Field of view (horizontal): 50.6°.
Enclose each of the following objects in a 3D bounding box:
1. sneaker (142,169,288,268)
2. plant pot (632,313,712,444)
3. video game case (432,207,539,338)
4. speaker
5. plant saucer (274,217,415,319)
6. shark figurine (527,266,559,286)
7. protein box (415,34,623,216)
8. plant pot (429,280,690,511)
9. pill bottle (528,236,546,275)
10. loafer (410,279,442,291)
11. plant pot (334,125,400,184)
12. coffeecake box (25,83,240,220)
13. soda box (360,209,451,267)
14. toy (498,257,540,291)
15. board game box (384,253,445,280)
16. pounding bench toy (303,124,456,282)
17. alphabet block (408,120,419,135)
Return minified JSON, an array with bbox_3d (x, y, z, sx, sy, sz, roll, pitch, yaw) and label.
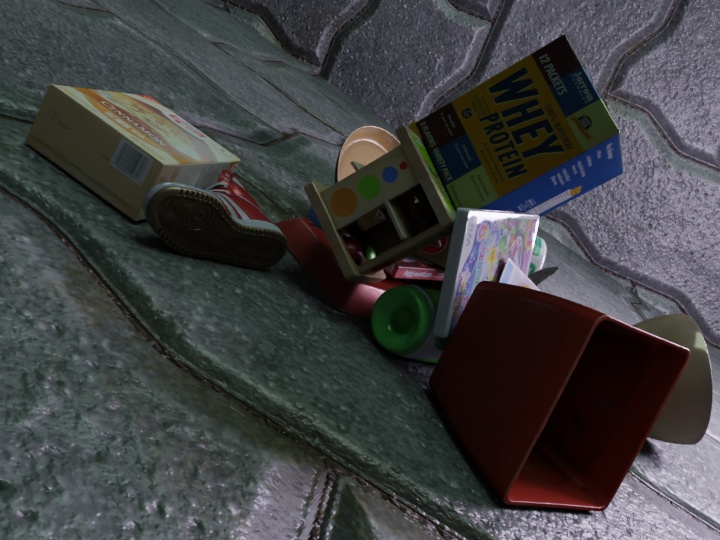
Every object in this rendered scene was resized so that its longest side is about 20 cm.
[{"bbox_3d":[-0.174,-0.070,0.837,0.113,0.071,0.199,49,14,33],"label":"sneaker"},{"bbox_3d":[0.438,0.169,1.182,0.133,0.202,0.201,-1,19,1],"label":"plant pot"},{"bbox_3d":[0.155,0.001,0.908,0.018,0.145,0.199,17,11,34],"label":"video game case"},{"bbox_3d":[0.099,0.068,0.944,0.199,0.089,0.088,13,26,-52],"label":"speaker"},{"bbox_3d":[0.000,0.000,1.039,0.199,0.037,0.200,17,23,-44],"label":"plant saucer"},{"bbox_3d":[0.220,0.022,1.149,0.127,0.090,0.215,29,-14,10],"label":"shark figurine"},{"bbox_3d":[0.207,-0.153,0.958,0.136,0.199,0.198,66,16,15],"label":"protein box"},{"bbox_3d":[0.196,0.118,0.822,0.199,0.201,0.176,19,11,-41],"label":"plant pot"},{"bbox_3d":[0.191,-0.040,1.244,0.199,0.114,0.113,25,17,-5],"label":"pill bottle"},{"bbox_3d":[0.126,0.043,1.120,0.071,0.074,0.200,6,24,-39],"label":"loafer"},{"bbox_3d":[0.025,-0.126,1.200,0.027,0.202,0.199,-12,-21,42],"label":"plant pot"},{"bbox_3d":[-0.251,-0.137,0.877,0.153,0.073,0.200,34,15,6],"label":"coffeecake box"},{"bbox_3d":[0.076,-0.066,1.079,0.199,0.064,0.068,24,18,5],"label":"soda box"},{"bbox_3d":[0.217,0.074,0.971,0.047,0.116,0.200,15,-11,32],"label":"toy"},{"bbox_3d":[0.085,-0.018,1.090,0.199,0.020,0.103,4,28,-46],"label":"board game box"},{"bbox_3d":[0.040,-0.067,0.945,0.125,0.155,0.200,65,16,10],"label":"pounding bench toy"},{"bbox_3d":[0.161,-0.137,1.461,0.199,0.197,0.196,21,19,-36],"label":"alphabet block"}]
